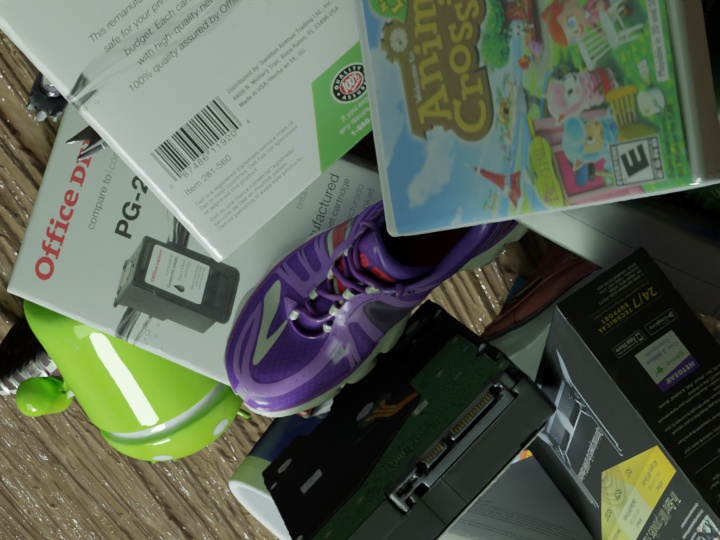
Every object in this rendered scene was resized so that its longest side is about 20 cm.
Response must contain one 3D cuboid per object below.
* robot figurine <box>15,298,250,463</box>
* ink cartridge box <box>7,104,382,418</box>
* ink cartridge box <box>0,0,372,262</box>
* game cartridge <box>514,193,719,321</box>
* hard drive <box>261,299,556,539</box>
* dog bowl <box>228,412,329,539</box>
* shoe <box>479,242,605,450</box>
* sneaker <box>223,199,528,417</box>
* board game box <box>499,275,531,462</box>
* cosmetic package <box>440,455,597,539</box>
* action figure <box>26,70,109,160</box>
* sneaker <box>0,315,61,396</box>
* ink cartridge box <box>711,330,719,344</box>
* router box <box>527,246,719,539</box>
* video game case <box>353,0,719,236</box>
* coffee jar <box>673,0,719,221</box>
[{"bbox_3d":[-0.149,0.043,1.251,0.174,0.116,0.201,-24,122,5],"label":"robot figurine"},{"bbox_3d":[-0.087,-0.020,1.077,0.198,0.147,0.083,21,-173,11],"label":"ink cartridge box"},{"bbox_3d":[-0.085,-0.129,0.915,0.200,0.146,0.084,49,-178,-30],"label":"ink cartridge box"},{"bbox_3d":[0.130,-0.037,0.912,0.199,0.134,0.041,27,117,2],"label":"game cartridge"},{"bbox_3d":[0.019,0.089,0.947,0.038,0.140,0.200,44,178,-12],"label":"hard drive"},{"bbox_3d":[0.007,0.179,1.321,0.199,0.079,0.200,34,165,10],"label":"dog bowl"},{"bbox_3d":[0.114,0.028,1.039,0.071,0.091,0.200,36,142,-10],"label":"shoe"},{"bbox_3d":[0.000,0.000,0.973,0.081,0.200,0.083,50,-165,8],"label":"sneaker"},{"bbox_3d":[0.168,0.111,1.167,0.194,0.056,0.201,22,149,11],"label":"board game box"},{"bbox_3d":[0.107,0.164,1.044,0.107,0.199,0.086,11,101,33],"label":"cosmetic package"},{"bbox_3d":[-0.142,-0.144,0.983,0.069,0.130,0.201,8,139,55],"label":"action figure"},{"bbox_3d":[-0.199,0.081,1.403,0.115,0.076,0.199,39,147,-24],"label":"sneaker"},{"bbox_3d":[0.291,0.064,0.907,0.199,0.084,0.146,-6,177,43],"label":"ink cartridge box"},{"bbox_3d":[0.147,0.098,0.877,0.158,0.052,0.200,54,167,17],"label":"router box"},{"bbox_3d":[0.065,-0.125,0.805,0.181,0.022,0.202,-8,90,46],"label":"video game case"},{"bbox_3d":[0.157,-0.083,0.855,0.199,0.086,0.105,27,141,2],"label":"coffee jar"}]
